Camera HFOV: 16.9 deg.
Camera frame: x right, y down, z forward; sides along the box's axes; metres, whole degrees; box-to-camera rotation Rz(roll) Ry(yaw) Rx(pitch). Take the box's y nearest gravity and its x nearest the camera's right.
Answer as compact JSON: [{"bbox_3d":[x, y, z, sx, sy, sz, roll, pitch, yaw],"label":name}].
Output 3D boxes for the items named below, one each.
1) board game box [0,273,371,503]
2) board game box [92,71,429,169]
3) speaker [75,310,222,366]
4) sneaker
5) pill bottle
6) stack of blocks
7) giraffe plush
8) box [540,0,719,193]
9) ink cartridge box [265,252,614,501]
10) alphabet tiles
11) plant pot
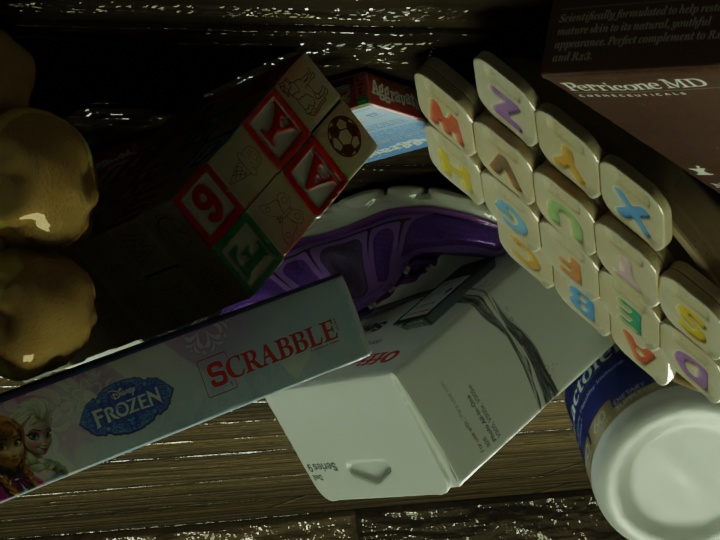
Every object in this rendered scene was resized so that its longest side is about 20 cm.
[{"bbox_3d":[-0.128,0.065,1.068,0.199,0.041,0.199,-20,180,-34],"label":"board game box"},{"bbox_3d":[-0.054,-0.062,1.254,0.199,0.020,0.103,-14,166,30],"label":"board game box"},{"bbox_3d":[-0.165,0.015,1.365,0.081,0.082,0.199,2,173,-41],"label":"speaker"},{"bbox_3d":[0.000,0.000,1.450,0.199,0.084,0.081,-12,169,15],"label":"sneaker"},{"bbox_3d":[0.187,0.078,1.523,0.115,0.116,0.200,-7,-152,-2],"label":"pill bottle"},{"bbox_3d":[-0.097,-0.022,1.166,0.200,0.059,0.115,-20,-155,48],"label":"stack of blocks"},{"bbox_3d":[-0.179,-0.021,1.056,0.199,0.174,0.162,-3,180,23],"label":"giraffe plush"},{"bbox_3d":[0.174,-0.080,1.020,0.100,0.075,0.200,1,161,40],"label":"box"},{"bbox_3d":[0.061,0.047,1.465,0.200,0.084,0.146,-39,-165,-33],"label":"ink cartridge box"},{"bbox_3d":[0.102,-0.019,1.155,0.015,0.200,0.196,-43,157,-13],"label":"alphabet tiles"},{"bbox_3d":[0.144,-0.043,1.184,0.093,0.201,0.201,-44,177,-14],"label":"plant pot"}]
